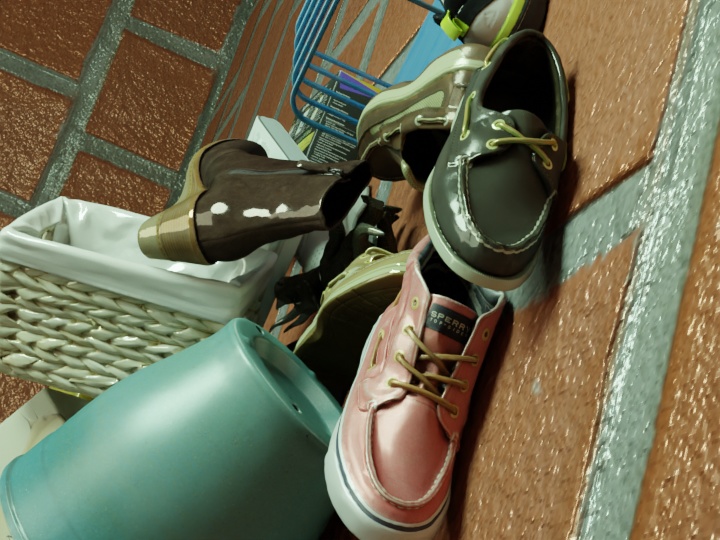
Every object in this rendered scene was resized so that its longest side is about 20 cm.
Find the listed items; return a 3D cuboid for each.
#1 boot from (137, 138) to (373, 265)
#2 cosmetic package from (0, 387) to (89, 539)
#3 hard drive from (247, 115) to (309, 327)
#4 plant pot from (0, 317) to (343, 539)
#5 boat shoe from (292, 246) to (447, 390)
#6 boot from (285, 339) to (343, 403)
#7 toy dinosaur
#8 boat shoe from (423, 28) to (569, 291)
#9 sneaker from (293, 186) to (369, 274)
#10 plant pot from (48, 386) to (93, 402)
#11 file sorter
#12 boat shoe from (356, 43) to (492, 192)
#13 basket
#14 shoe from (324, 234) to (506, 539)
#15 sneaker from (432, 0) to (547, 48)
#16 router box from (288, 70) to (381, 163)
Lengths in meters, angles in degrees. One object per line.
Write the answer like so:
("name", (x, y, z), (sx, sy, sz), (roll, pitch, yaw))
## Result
("boot", (-0.063, -0.060, 1.128), (0.200, 0.165, 0.073), (-53, -50, -59))
("cosmetic package", (-0.226, 0.206, 1.165), (0.103, 0.200, 0.073), (-40, -24, 7))
("hard drive", (-0.098, -0.018, 1.272), (0.201, 0.026, 0.132), (-66, 31, 20))
("plant pot", (-0.104, 0.140, 0.977), (0.188, 0.200, 0.200), (-44, 16, 7))
("boat shoe", (0.008, 0.020, 0.989), (0.200, 0.074, 0.067), (-37, 29, 59))
("boot", (-0.090, 0.133, 1.188), (0.200, 0.069, 0.174), (-43, 9, -8))
("toy dinosaur", (0.000, 0.000, 1.113), (0.200, 0.076, 0.103), (173, 105, -66))
("boat shoe", (0.082, -0.069, 0.829), (0.202, 0.071, 0.061), (-79, 12, -52))
("sneaker", (-0.043, -0.032, 1.275), (0.075, 0.087, 0.200), (-59, 15, 25))
("plant pot", (-0.223, 0.187, 1.343), (0.200, 0.194, 0.195), (116, 171, -56))
("file sorter", (0.017, -0.197, 1.228), (0.139, 0.122, 0.200), (-62, 13, 23))
("boat shoe", (0.042, -0.093, 1.049), (0.202, 0.074, 0.075), (141, 144, -66))
("basket", (-0.182, 0.032, 1.167), (0.136, 0.198, 0.124), (-55, -23, -73))
("shoe", (0.032, 0.060, 0.811), (0.201, 0.071, 0.091), (-78, 10, -57))
("sneaker", (0.092, -0.228, 1.047), (0.072, 0.082, 0.201), (-56, 16, 41))
("router box", (-0.051, -0.107, 1.526), (0.200, 0.052, 0.158), (159, 133, -74))
